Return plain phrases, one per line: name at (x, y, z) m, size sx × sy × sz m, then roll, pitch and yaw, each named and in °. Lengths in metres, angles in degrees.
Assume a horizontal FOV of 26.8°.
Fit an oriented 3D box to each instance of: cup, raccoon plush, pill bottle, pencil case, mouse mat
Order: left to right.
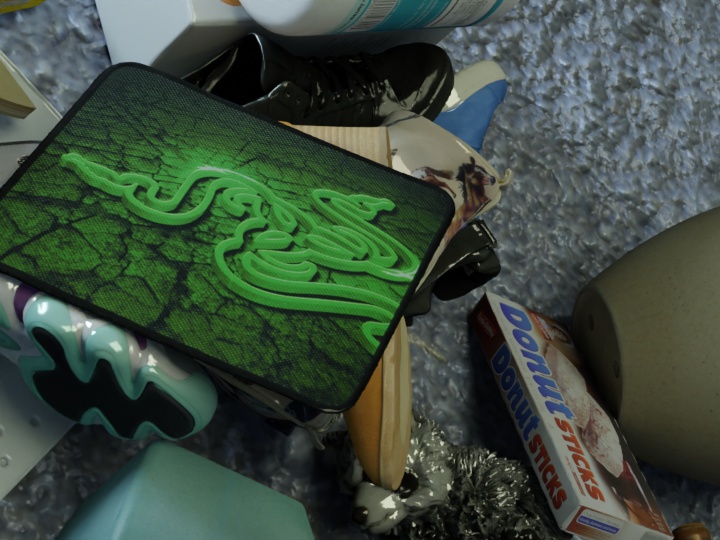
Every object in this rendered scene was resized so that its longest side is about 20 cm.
mouse mat at (-0.067, -0.023, 0.725) m, size 0.199 × 0.008 × 0.161 m, roll 23°, pitch 48°, yaw 7°
pencil case at (0.000, 0.000, 0.852) m, size 0.089 × 0.078 × 0.200 m, roll 38°, pitch 81°, yaw -2°
pill bottle at (0.028, -0.194, 0.867) m, size 0.199 × 0.111 × 0.111 m, roll -10°, pitch 75°, yaw -39°
raccoon plush at (0.060, 0.124, 0.905) m, size 0.134 × 0.097 × 0.200 m, roll 52°, pitch 23°, yaw 11°
cup at (0.219, 0.053, 0.983) m, size 0.142 × 0.200 × 0.201 m, roll -5°, pitch 70°, yaw -10°

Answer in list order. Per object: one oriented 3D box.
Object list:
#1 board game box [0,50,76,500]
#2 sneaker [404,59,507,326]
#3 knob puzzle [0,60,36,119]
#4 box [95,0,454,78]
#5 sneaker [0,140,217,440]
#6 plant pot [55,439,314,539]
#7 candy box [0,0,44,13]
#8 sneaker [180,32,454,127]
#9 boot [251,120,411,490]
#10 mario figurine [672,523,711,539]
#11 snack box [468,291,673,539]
board game box at (-0.206, -0.005, 0.791) m, size 0.200 × 0.026 × 0.200 m, roll 47°, pitch 49°, yaw -7°
sneaker at (0.054, -0.044, 0.961) m, size 0.111 × 0.077 × 0.200 m, roll 46°, pitch 54°, yaw -1°
knob puzzle at (-0.257, -0.149, 0.731) m, size 0.220 × 0.030 × 0.220 m, roll 50°, pitch 8°, yaw -9°
box at (-0.057, -0.184, 0.937) m, size 0.199 × 0.097 × 0.125 m, roll -6°, pitch 72°, yaw -38°
sneaker at (-0.140, -0.010, 0.744) m, size 0.199 × 0.078 × 0.140 m, roll 27°, pitch 51°, yaw 3°
plant pot at (-0.098, 0.194, 0.706) m, size 0.141 × 0.141 × 0.201 m, roll 28°, pitch 45°, yaw -23°
candy box at (-0.224, -0.176, 0.788) m, size 0.102 × 0.026 × 0.200 m, roll 51°, pitch 13°, yaw -7°
sneaker at (-0.038, -0.099, 0.875) m, size 0.199 × 0.104 × 0.060 m, roll -30°, pitch 54°, yaw -7°
boot at (-0.049, 0.019, 0.780) m, size 0.143 × 0.071 × 0.202 m, roll -6°, pitch 71°, yaw 6°
mario figurine at (0.197, 0.265, 0.938) m, size 0.123 × 0.106 × 0.201 m, roll -12°, pitch 60°, yaw -2°
snack box at (0.124, 0.090, 0.923) m, size 0.072 × 0.024 × 0.200 m, roll 22°, pitch 27°, yaw -27°
